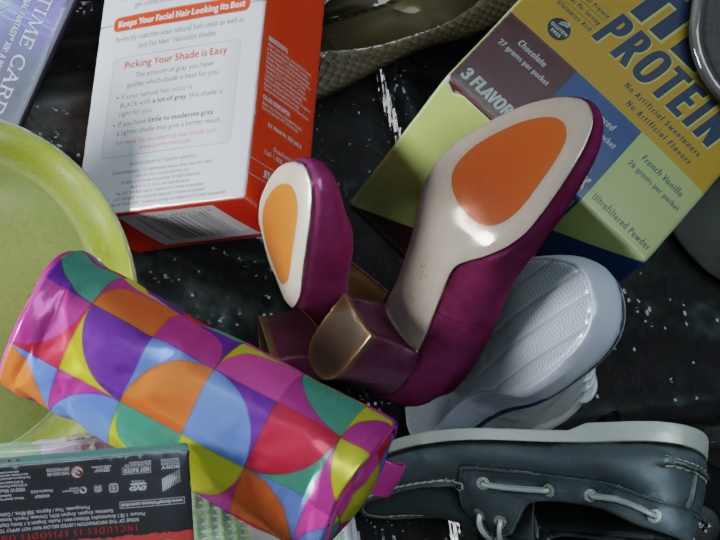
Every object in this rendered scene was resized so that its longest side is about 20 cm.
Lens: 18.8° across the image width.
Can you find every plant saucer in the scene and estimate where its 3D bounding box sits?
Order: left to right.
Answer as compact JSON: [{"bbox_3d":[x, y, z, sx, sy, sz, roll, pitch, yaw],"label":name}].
[{"bbox_3d":[-0.214,0.019,1.122,0.199,0.031,0.201,0,91,-12],"label":"plant saucer"}]

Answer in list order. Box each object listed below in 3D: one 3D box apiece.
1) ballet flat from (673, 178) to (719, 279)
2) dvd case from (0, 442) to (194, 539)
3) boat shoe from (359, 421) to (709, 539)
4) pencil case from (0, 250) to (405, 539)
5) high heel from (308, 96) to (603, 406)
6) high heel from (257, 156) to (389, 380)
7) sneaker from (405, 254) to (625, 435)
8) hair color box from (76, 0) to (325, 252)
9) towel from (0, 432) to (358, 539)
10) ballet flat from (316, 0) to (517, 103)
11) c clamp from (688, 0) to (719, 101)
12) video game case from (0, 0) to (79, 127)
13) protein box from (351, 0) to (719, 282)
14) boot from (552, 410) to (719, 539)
[{"bbox_3d":[0.270,0.002,1.255,0.199,0.064,0.068,35,68,-1],"label":"ballet flat"},{"bbox_3d":[-0.146,0.186,1.024,0.145,0.022,0.201,-5,97,-8],"label":"dvd case"},{"bbox_3d":[0.082,0.118,1.127,0.199,0.073,0.062,-6,67,21],"label":"boat shoe"},{"bbox_3d":[-0.077,0.067,1.069,0.199,0.088,0.089,29,68,8],"label":"pencil case"},{"bbox_3d":[0.065,-0.009,1.073,0.096,0.200,0.068,13,44,-46],"label":"high heel"},{"bbox_3d":[0.000,0.000,1.117,0.095,0.201,0.068,-12,55,-12],"label":"high heel"},{"bbox_3d":[0.093,0.043,1.129,0.070,0.200,0.074,5,71,-23],"label":"sneaker"},{"bbox_3d":[-0.082,-0.117,1.176,0.110,0.064,0.201,-5,70,30],"label":"hair color box"},{"bbox_3d":[-0.096,0.143,1.082,0.199,0.031,0.150,-4,60,-11],"label":"towel"},{"bbox_3d":[0.025,-0.152,1.209,0.199,0.046,0.068,-28,70,6],"label":"ballet flat"},{"bbox_3d":[0.242,-0.145,1.102,0.199,0.027,0.172,19,70,-12],"label":"c clamp"},{"bbox_3d":[-0.252,-0.169,1.179,0.199,0.019,0.144,24,83,-5],"label":"video game case"},{"bbox_3d":[0.128,-0.087,1.174,0.135,0.199,0.200,43,68,1],"label":"protein box"},{"bbox_3d":[0.204,0.114,1.196,0.167,0.076,0.201,27,75,-9],"label":"boot"}]
